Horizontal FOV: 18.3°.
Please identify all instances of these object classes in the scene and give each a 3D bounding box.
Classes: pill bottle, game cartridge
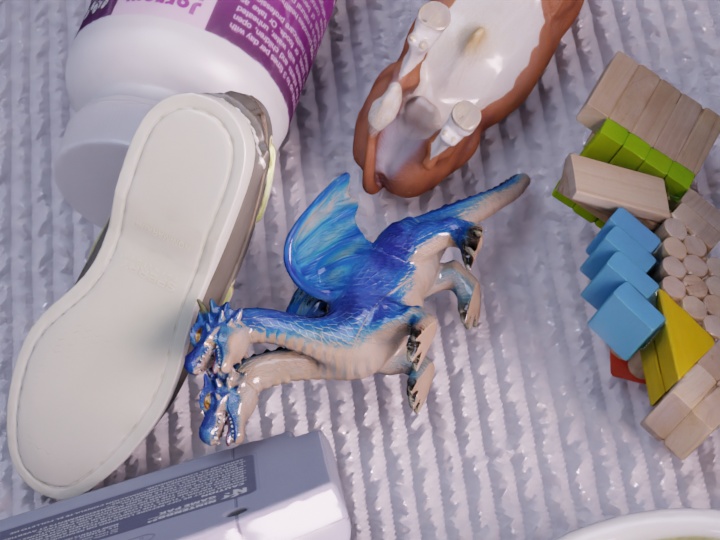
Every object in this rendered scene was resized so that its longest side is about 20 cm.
[{"bbox_3d":[-0.077,-0.114,1.091,0.112,0.112,0.200,2,55,24],"label":"pill bottle"},{"bbox_3d":[-0.103,0.118,0.909,0.200,0.042,0.133,-17,13,-1],"label":"game cartridge"}]

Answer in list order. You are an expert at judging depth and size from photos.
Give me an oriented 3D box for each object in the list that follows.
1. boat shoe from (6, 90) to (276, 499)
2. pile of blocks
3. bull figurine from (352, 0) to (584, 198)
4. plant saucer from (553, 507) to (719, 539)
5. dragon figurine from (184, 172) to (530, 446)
[{"bbox_3d":[-0.094,0.011,0.996,0.072,0.060,0.202,30,108,11],"label":"boat shoe"},{"bbox_3d":[0.113,0.000,0.951,0.082,0.062,0.200,16,47,-18],"label":"pile of blocks"},{"bbox_3d":[0.064,-0.120,1.050,0.065,0.121,0.200,32,75,1],"label":"bull figurine"},{"bbox_3d":[0.115,0.184,0.819,0.200,0.050,0.200,-10,51,13],"label":"plant saucer"},{"bbox_3d":[0.000,0.000,0.978,0.099,0.059,0.200,21,55,18],"label":"dragon figurine"}]
